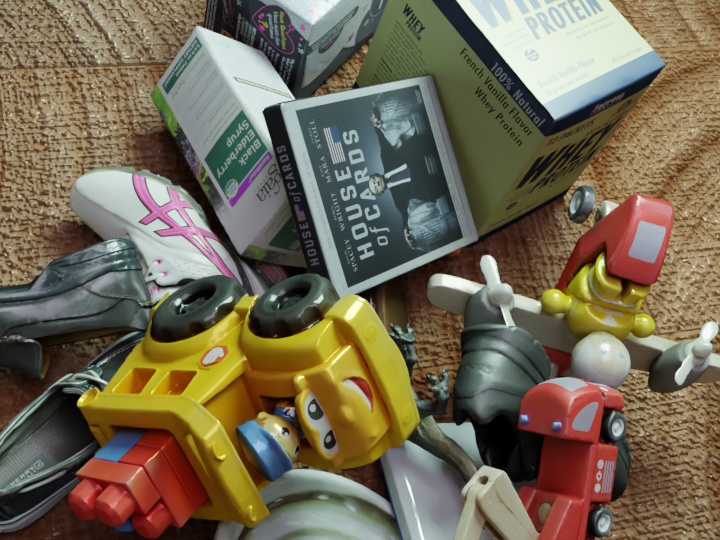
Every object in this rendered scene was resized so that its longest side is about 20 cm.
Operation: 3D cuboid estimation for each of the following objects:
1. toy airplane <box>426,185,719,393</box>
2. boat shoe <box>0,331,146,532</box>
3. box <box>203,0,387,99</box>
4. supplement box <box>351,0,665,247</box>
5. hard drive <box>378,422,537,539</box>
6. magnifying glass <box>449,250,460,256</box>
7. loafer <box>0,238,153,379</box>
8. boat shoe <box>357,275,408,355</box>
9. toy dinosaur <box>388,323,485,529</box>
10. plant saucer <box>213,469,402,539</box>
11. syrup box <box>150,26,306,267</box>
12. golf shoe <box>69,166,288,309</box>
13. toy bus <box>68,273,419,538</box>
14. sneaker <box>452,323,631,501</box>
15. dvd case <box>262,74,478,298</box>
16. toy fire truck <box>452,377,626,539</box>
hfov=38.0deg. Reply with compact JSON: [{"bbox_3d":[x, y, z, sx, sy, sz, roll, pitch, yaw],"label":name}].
[{"bbox_3d":[0.176,0.049,0.833,0.199,0.199,0.141,-20,34,17],"label":"toy airplane"},{"bbox_3d":[-0.196,0.107,0.757,0.072,0.071,0.200,38,57,6],"label":"boat shoe"},{"bbox_3d":[-0.040,-0.268,0.979,0.115,0.132,0.200,36,58,7],"label":"box"},{"bbox_3d":[0.120,-0.170,0.933,0.134,0.200,0.200,-28,72,-28],"label":"supplement box"},{"bbox_3d":[0.096,0.201,0.782,0.131,0.025,0.200,1,43,-19],"label":"hard drive"},{"bbox_3d":[-0.008,-0.036,0.925,0.199,0.022,0.080,8,62,-15],"label":"magnifying glass"},{"bbox_3d":[-0.248,0.046,0.763,0.199,0.073,0.073,-24,86,-4],"label":"loafer"},{"bbox_3d":[0.000,0.000,0.874,0.070,0.070,0.201,-7,77,16],"label":"boat shoe"},{"bbox_3d":[0.034,0.099,0.789,0.200,0.088,0.047,35,35,30],"label":"toy dinosaur"},{"bbox_3d":[-0.020,0.234,0.729,0.200,0.050,0.200,24,34,-17],"label":"plant saucer"},{"bbox_3d":[-0.090,-0.103,0.866,0.081,0.079,0.200,11,38,-47],"label":"syrup box"},{"bbox_3d":[-0.151,-0.012,0.824,0.200,0.073,0.092,32,35,4],"label":"golf shoe"},{"bbox_3d":[-0.090,0.105,0.690,0.192,0.199,0.136,-48,125,-43],"label":"toy bus"},{"bbox_3d":[0.131,0.128,0.785,0.200,0.076,0.091,42,53,-26],"label":"sneaker"},{"bbox_3d":[0.015,-0.071,0.826,0.200,0.025,0.151,-23,98,-50],"label":"dvd case"},{"bbox_3d":[0.105,0.167,0.694,0.141,0.049,0.201,12,85,-39],"label":"toy fire truck"}]
